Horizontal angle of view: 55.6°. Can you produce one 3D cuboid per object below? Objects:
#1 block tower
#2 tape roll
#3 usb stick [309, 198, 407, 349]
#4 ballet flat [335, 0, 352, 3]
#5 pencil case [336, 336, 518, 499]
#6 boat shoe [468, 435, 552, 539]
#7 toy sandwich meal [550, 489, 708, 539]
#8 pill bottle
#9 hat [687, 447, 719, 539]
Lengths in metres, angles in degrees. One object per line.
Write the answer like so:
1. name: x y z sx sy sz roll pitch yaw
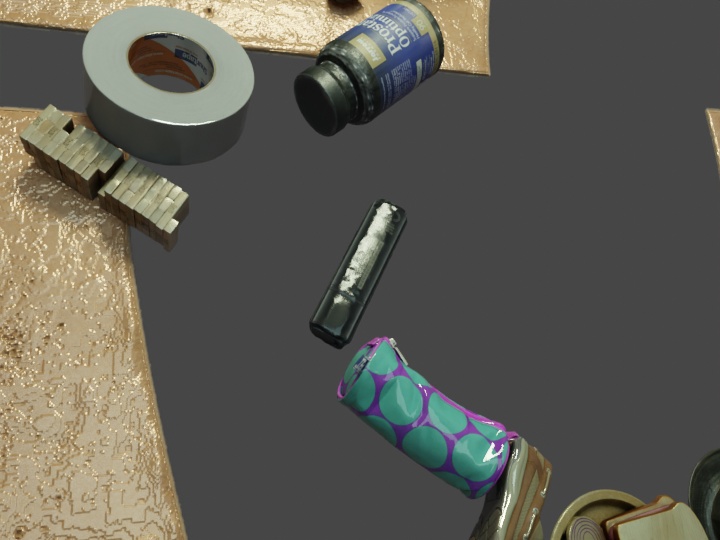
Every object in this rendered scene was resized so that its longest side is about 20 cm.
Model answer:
1. block tower: -0.286 -0.105 0.785 0.197 0.054 0.058 34 65 -1
2. tape roll: -0.228 -0.223 0.816 0.194 0.067 0.205 12 51 -15
3. usb stick: 0.000 0.000 0.836 0.054 0.033 0.203 25 65 3
4. ballet flat: -0.031 -0.486 1.006 0.067 0.068 0.206 -7 81 -28
5. pencil case: 0.071 0.161 0.762 0.198 0.085 0.093 36 92 0
6. boat shoe: 0.167 0.286 0.748 0.070 0.076 0.204 26 66 -6
7. toy sandwich meal: 0.305 0.342 0.764 0.199 0.070 0.211 6 68 -13
8. pill bottle: 0.011 -0.264 0.898 0.199 0.112 0.112 -40 83 -26
9. hat: 0.492 0.304 0.815 0.195 0.081 0.207 8 68 -21
